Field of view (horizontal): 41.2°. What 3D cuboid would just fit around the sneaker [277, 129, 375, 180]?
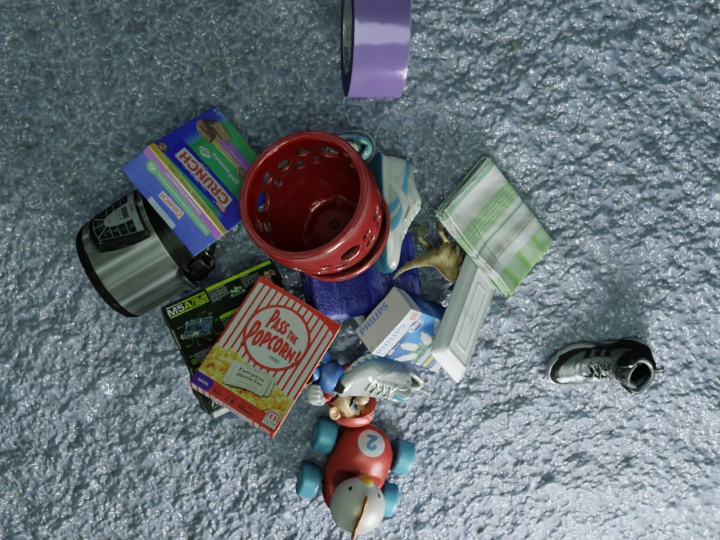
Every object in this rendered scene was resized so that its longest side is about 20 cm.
[{"bbox_3d":[-0.073,-0.186,1.548,0.199,0.086,0.078,-17,98,-1],"label":"sneaker"}]

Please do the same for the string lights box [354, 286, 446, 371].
[{"bbox_3d":[0.093,0.102,1.606,0.103,0.059,0.200,-49,144,16],"label":"string lights box"}]

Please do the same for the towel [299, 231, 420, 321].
[{"bbox_3d":[0.000,0.000,1.583,0.199,0.050,0.148,-11,81,-21],"label":"towel"}]

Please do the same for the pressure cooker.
[{"bbox_3d":[-0.323,-0.043,1.514,0.200,0.179,0.176,-29,100,6],"label":"pressure cooker"}]

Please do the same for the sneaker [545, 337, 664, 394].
[{"bbox_3d":[0.436,0.175,1.701,0.199,0.114,0.076,-11,106,-4],"label":"sneaker"}]

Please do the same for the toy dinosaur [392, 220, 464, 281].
[{"bbox_3d":[0.132,-0.029,1.599,0.200,0.058,0.101,3,69,-45],"label":"toy dinosaur"}]

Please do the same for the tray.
[{"bbox_3d":[0.180,0.079,1.613,0.107,0.022,0.200,47,56,-42],"label":"tray"}]

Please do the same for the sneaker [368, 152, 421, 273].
[{"bbox_3d":[0.057,-0.092,1.564,0.081,0.076,0.201,9,74,-25],"label":"sneaker"}]

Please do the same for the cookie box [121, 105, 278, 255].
[{"bbox_3d":[-0.237,-0.141,1.468,0.075,0.200,0.171,-34,99,34],"label":"cookie box"}]

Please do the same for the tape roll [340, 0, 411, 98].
[{"bbox_3d":[0.020,-0.363,1.454,0.085,0.200,0.201,0,106,-6],"label":"tape roll"}]

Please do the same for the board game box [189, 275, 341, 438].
[{"bbox_3d":[-0.145,0.131,1.476,0.151,0.046,0.200,31,71,3],"label":"board game box"}]

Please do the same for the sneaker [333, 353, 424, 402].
[{"bbox_3d":[0.040,0.187,1.608,0.087,0.200,0.075,50,125,23],"label":"sneaker"}]

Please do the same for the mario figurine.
[{"bbox_3d":[-0.032,0.190,1.644,0.123,0.106,0.200,-38,116,-1],"label":"mario figurine"}]

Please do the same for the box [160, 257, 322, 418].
[{"bbox_3d":[-0.189,0.106,1.528,0.200,0.048,0.193,-25,74,-14],"label":"box"}]

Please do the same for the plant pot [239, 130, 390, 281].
[{"bbox_3d":[-0.061,-0.085,1.447,0.200,0.183,0.201,-5,72,14],"label":"plant pot"}]

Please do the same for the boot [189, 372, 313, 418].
[{"bbox_3d":[-0.179,0.193,1.581,0.199,0.075,0.097,1,139,-6],"label":"boot"}]

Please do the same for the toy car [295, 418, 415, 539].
[{"bbox_3d":[-0.001,0.377,1.658,0.184,0.200,0.177,17,105,-12],"label":"toy car"}]

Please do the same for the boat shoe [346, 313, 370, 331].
[{"bbox_3d":[-0.001,0.050,1.637,0.068,0.074,0.200,-35,94,-13],"label":"boat shoe"}]

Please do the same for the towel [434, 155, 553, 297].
[{"bbox_3d":[0.233,-0.075,1.620,0.200,0.031,0.149,48,70,-17],"label":"towel"}]
